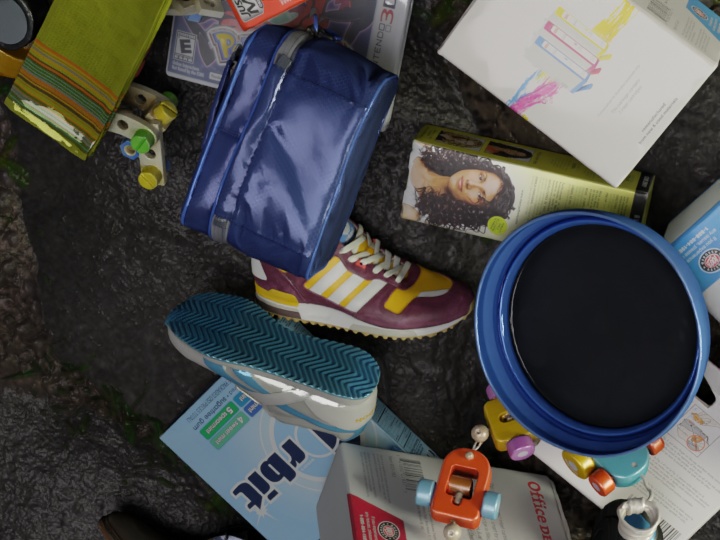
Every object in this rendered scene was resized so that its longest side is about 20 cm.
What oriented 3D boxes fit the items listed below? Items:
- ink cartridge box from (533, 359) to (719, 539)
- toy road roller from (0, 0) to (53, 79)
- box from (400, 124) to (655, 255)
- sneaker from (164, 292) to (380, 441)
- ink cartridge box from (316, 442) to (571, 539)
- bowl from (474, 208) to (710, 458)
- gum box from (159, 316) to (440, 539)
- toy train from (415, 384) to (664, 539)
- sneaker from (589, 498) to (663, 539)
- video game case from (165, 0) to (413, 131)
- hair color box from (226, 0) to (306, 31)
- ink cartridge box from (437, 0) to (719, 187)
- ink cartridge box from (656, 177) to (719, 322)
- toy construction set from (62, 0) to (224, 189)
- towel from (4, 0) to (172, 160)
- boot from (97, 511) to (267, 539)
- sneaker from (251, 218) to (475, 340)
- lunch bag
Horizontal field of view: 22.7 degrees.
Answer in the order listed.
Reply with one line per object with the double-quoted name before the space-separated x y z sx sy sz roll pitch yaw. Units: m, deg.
"ink cartridge box" 0.242 0.125 1.531 0.200 0.045 0.176 39 118 -2
"toy road roller" -0.334 -0.237 1.513 0.200 0.123 0.146 37 128 -2
"box" 0.138 -0.061 1.484 0.199 0.050 0.075 12 115 10
"sneaker" -0.081 0.086 1.545 0.200 0.077 0.081 24 140 16
"ink cartridge box" 0.073 0.236 1.533 0.199 0.145 0.084 11 122 -14
"bowl" 0.187 0.048 1.434 0.200 0.039 0.201 8 105 32
"gum box" -0.055 0.162 1.633 0.200 0.045 0.170 44 115 -4
"toy train" 0.152 0.172 1.491 0.199 0.151 0.056 6 150 10
"sneaker" 0.231 0.253 1.543 0.082 0.073 0.200 20 156 -2
"video game case" -0.056 -0.225 1.488 0.199 0.023 0.183 16 115 10
"hair color box" -0.009 -0.264 1.392 0.200 0.102 0.061 -22 104 23
"ink cartridge box" 0.164 -0.187 1.382 0.200 0.129 0.125 37 117 0
"ink cartridge box" 0.359 0.001 1.425 0.200 0.084 0.145 44 116 -4
"toy construction set" -0.182 -0.175 1.478 0.131 0.092 0.200 30 116 -1
"towel" -0.215 -0.181 1.426 0.086 0.018 0.200 31 127 -4
"boot" -0.146 0.264 1.700 0.200 0.075 0.097 34 99 0
"sneaker" 0.000 0.000 1.534 0.199 0.075 0.090 5 118 13
"lunch bag" -0.061 -0.108 1.439 0.132 0.136 0.201 22 98 5
